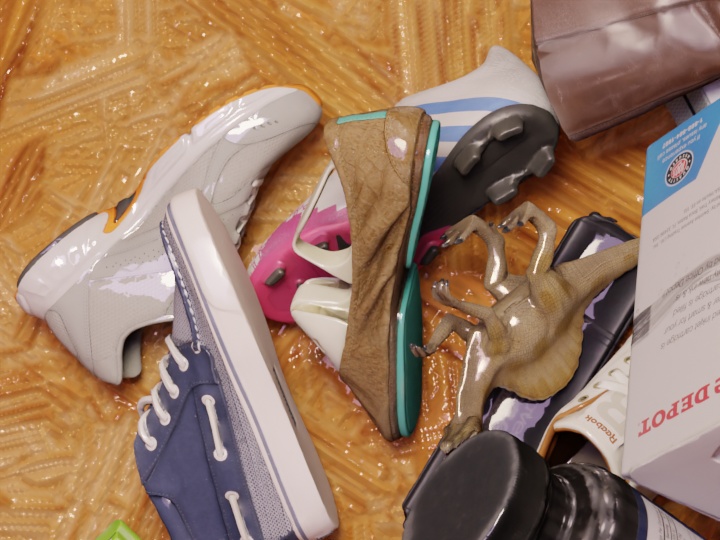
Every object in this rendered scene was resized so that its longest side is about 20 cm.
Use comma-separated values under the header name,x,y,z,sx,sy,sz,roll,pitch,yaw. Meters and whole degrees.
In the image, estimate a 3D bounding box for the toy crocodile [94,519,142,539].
name,x,y,z,sx,sy,sz,roll,pitch,yaw
toy crocodile,-0.185,0.217,1.610,0.067,0.062,0.200,41,86,-23

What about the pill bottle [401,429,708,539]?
name,x,y,z,sx,sy,sz,roll,pitch,yaw
pill bottle,0.121,0.165,1.479,0.200,0.112,0.112,35,86,-23

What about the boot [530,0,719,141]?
name,x,y,z,sx,sy,sz,roll,pitch,yaw
boot,0.162,-0.178,1.542,0.199,0.064,0.187,-16,81,24

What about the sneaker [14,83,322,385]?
name,x,y,z,sx,sy,sz,roll,pitch,yaw
sneaker,-0.088,-0.018,1.638,0.200,0.076,0.092,-41,82,8

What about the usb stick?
name,x,y,z,sx,sy,sz,roll,pitch,yaw
usb stick,0.091,0.062,1.597,0.055,0.033,0.200,31,86,6

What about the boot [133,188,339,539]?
name,x,y,z,sx,sy,sz,roll,pitch,yaw
boot,-0.087,0.063,1.586,0.090,0.073,0.201,-20,98,6

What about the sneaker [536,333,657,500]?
name,x,y,z,sx,sy,sz,roll,pitch,yaw
sneaker,0.150,0.074,1.556,0.073,0.085,0.200,35,85,18

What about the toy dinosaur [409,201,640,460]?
name,x,y,z,sx,sy,sz,roll,pitch,yaw
toy dinosaur,0.090,0.014,1.561,0.200,0.058,0.101,-42,113,-18

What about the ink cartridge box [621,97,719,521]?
name,x,y,z,sx,sy,sz,roll,pitch,yaw
ink cartridge box,0.208,0.007,1.474,0.084,0.145,0.201,25,54,-25

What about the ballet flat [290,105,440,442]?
name,x,y,z,sx,sy,sz,roll,pitch,yaw
ballet flat,0.000,0.000,1.564,0.072,0.200,0.068,8,37,7

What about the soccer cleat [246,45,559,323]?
name,x,y,z,sx,sy,sz,roll,pitch,yaw
soccer cleat,0.021,-0.045,1.625,0.200,0.070,0.086,-33,40,13

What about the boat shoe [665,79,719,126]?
name,x,y,z,sx,sy,sz,roll,pitch,yaw
boat shoe,0.175,-0.147,1.615,0.067,0.074,0.200,-19,75,-20
